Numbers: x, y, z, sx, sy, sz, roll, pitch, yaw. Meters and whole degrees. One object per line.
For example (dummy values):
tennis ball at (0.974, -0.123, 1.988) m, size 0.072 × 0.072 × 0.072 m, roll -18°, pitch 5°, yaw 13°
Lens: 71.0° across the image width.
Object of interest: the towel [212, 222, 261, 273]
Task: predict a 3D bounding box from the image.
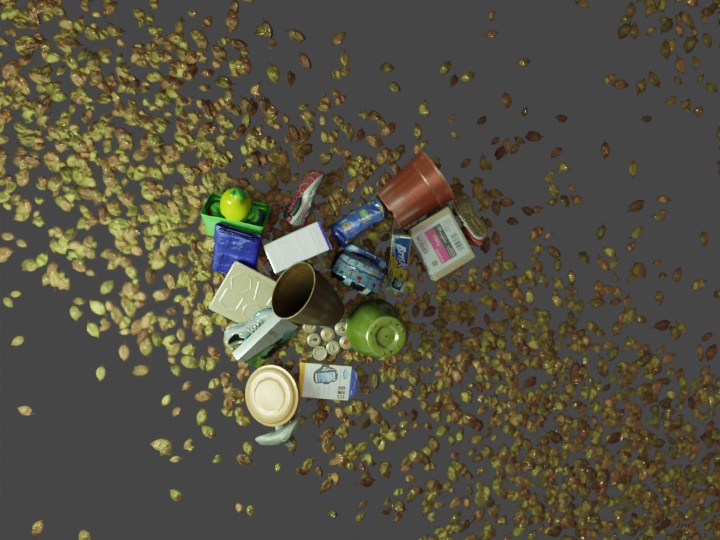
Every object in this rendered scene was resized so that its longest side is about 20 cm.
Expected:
towel at (-0.397, -0.054, 1.596) m, size 0.147 × 0.201 × 0.050 m, roll 18°, pitch 48°, yaw -6°

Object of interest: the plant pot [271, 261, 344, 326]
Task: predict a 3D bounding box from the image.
plant pot at (-0.147, 0.099, 1.607) m, size 0.200 × 0.187 × 0.188 m, roll 33°, pitch 90°, yaw -43°

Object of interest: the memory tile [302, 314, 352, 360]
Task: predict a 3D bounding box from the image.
memory tile at (-0.118, 0.194, 1.719) m, size 0.152 × 0.017 × 0.201 m, roll -20°, pitch 96°, yaw -4°

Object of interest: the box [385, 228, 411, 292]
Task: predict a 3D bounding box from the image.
box at (0.126, -0.033, 1.667) m, size 0.064 × 0.070 × 0.201 m, roll 6°, pitch 113°, yaw 3°

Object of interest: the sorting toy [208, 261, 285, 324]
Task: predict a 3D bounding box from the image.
sorting toy at (-0.369, 0.085, 1.647) m, size 0.184 × 0.037 × 0.201 m, roll 29°, pitch 108°, yaw -18°

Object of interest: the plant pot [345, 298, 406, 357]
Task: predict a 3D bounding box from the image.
plant pot at (0.063, 0.201, 1.642) m, size 0.199 × 0.193 × 0.202 m, roll 0°, pitch 93°, yaw -10°

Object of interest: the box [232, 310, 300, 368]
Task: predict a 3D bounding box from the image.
box at (-0.302, 0.227, 1.643) m, size 0.200 × 0.144 × 0.036 m, roll -43°, pitch 63°, yaw -1°

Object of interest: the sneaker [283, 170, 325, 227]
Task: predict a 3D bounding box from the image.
sneaker at (-0.176, -0.239, 1.662) m, size 0.074 × 0.081 × 0.201 m, roll 32°, pitch 90°, yaw -36°

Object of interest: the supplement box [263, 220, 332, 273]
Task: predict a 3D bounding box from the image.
supplement box at (-0.205, -0.076, 1.650) m, size 0.199 × 0.101 × 0.104 m, roll -25°, pitch 96°, yaw -4°

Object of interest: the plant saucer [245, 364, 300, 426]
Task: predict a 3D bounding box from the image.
plant saucer at (-0.294, 0.412, 1.666) m, size 0.199 × 0.032 × 0.202 m, roll -1°, pitch 86°, yaw 18°

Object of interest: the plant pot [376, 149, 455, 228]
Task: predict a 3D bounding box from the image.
plant pot at (0.170, -0.252, 1.642) m, size 0.195 × 0.201 × 0.201 m, roll -36°, pitch 97°, yaw 6°

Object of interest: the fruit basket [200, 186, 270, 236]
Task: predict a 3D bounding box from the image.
fruit basket at (-0.386, -0.193, 1.572) m, size 0.214 × 0.156 × 0.217 m, roll 1°, pitch 128°, yaw 1°

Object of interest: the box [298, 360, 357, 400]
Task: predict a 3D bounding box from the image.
box at (-0.112, 0.375, 1.721) m, size 0.198 × 0.041 × 0.120 m, roll 6°, pitch 93°, yaw -9°

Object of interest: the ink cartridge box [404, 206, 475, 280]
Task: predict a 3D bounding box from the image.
ink cartridge box at (0.267, -0.090, 1.712) m, size 0.164 × 0.075 × 0.201 m, roll -32°, pitch 97°, yaw -4°

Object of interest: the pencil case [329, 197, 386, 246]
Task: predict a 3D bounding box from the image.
pencil case at (-0.006, -0.160, 1.675) m, size 0.199 × 0.078 × 0.087 m, roll -32°, pitch 67°, yaw -3°

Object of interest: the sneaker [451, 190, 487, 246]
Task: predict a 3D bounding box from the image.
sneaker at (0.366, -0.172, 1.729) m, size 0.071 × 0.113 × 0.201 m, roll -23°, pitch 66°, yaw -2°

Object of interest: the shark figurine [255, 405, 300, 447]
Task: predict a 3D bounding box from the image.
shark figurine at (-0.242, 0.526, 1.695) m, size 0.128 × 0.090 × 0.215 m, roll 36°, pitch 91°, yaw -8°

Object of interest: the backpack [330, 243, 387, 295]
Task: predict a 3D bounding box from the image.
backpack at (0.000, 0.000, 1.627) m, size 0.182 × 0.200 × 0.135 m, roll 27°, pitch 91°, yaw -6°

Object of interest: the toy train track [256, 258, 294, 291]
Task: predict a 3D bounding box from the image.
toy train track at (-0.287, 0.047, 1.684) m, size 0.114 × 0.033 × 0.201 m, roll -35°, pitch 90°, yaw 19°

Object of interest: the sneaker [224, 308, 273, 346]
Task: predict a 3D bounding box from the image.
sneaker at (-0.349, 0.195, 1.632) m, size 0.199 × 0.087 × 0.075 m, roll -27°, pitch 113°, yaw 4°
